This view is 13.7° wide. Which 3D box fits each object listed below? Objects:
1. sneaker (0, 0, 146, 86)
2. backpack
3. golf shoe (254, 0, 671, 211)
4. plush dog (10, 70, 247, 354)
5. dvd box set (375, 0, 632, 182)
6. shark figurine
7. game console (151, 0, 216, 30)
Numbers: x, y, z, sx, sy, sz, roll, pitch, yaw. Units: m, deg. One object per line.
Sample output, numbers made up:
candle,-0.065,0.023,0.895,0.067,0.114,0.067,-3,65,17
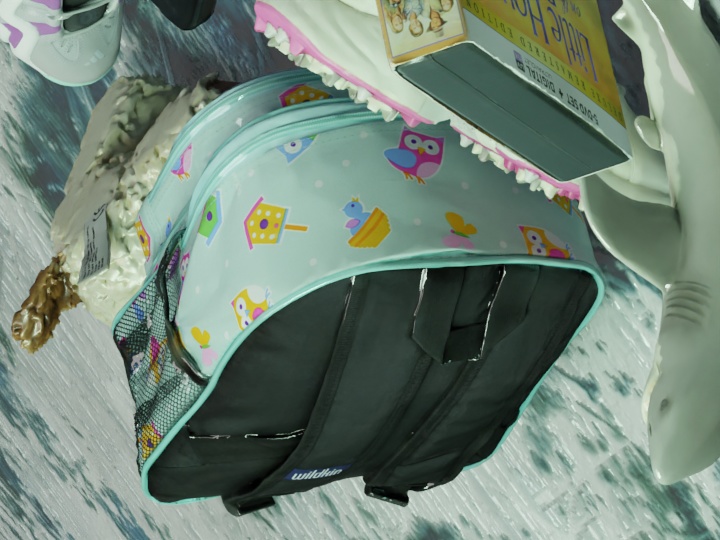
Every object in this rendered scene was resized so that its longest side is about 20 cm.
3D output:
sneaker,-0.130,-0.150,1.432,0.140,0.078,0.200,37,153,42
backpack,0.000,0.000,1.233,0.200,0.175,0.154,133,132,-58
golf shoe,0.058,-0.080,1.079,0.200,0.092,0.075,25,-176,-38
plush dog,-0.063,0.006,1.464,0.171,0.161,0.200,34,169,-21
dvd box set,0.029,-0.139,0.938,0.146,0.029,0.201,27,-132,-62
shark figurine,0.130,-0.047,1.047,0.089,0.128,0.215,-10,96,41
game console,-0.150,-0.177,1.176,0.200,0.116,0.176,50,158,10
